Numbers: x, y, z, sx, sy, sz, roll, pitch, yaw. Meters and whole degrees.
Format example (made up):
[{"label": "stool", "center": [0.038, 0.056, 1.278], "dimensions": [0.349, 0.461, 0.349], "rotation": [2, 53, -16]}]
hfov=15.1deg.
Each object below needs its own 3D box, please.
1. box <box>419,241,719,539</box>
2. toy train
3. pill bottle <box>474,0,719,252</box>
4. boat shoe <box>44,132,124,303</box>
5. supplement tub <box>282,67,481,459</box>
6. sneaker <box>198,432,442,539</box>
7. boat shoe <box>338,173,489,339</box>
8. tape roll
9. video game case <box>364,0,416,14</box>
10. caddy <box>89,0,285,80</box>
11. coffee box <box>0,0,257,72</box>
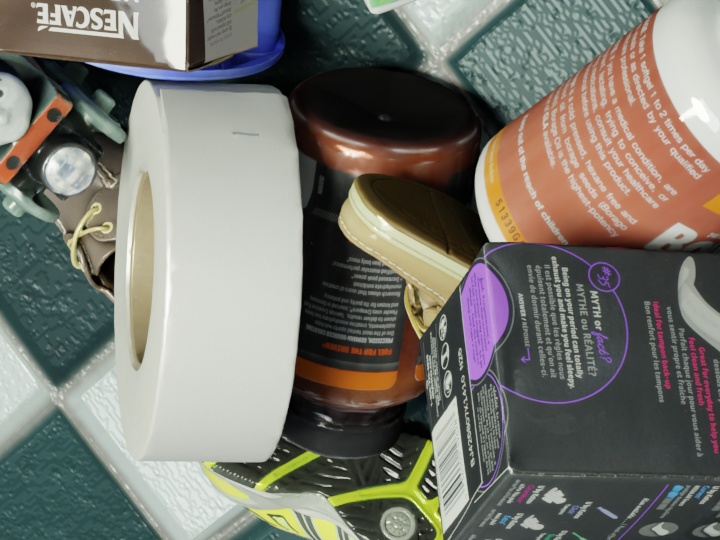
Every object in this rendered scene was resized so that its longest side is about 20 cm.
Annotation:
[{"label": "box", "center": [0.142, 0.065, 1.299], "dimensions": [0.106, 0.200, 0.122], "rotation": [120, 149, -59]}, {"label": "toy train", "center": [-0.204, -0.102, 1.490], "dimensions": [0.114, 0.200, 0.085], "rotation": [38, 96, -31]}, {"label": "pill bottle", "center": [0.158, -0.067, 1.318], "dimensions": [0.200, 0.112, 0.112], "rotation": [-37, 88, 38]}, {"label": "boat shoe", "center": [-0.130, -0.013, 1.556], "dimensions": [0.200, 0.060, 0.072], "rotation": [46, 127, 7]}, {"label": "supplement tub", "center": [0.000, 0.000, 1.451], "dimensions": [0.107, 0.107, 0.200], "rotation": [21, 120, 23]}, {"label": "sneaker", "center": [0.000, 0.128, 1.541], "dimensions": [0.200, 0.075, 0.076], "rotation": [27, 160, 11]}, {"label": "boat shoe", "center": [0.061, 0.019, 1.380], "dimensions": [0.200, 0.074, 0.066], "rotation": [30, 113, -30]}, {"label": "tape roll", "center": [-0.082, 0.000, 1.417], "dimensions": [0.071, 0.202, 0.203], "rotation": [2, 118, -12]}, {"label": "video game case", "center": [0.074, -0.231, 1.255], "dimensions": [0.200, 0.022, 0.182], "rotation": [-19, 121, -4]}, {"label": "caddy", "center": [-0.132, -0.158, 1.445], "dimensions": [0.200, 0.141, 0.105], "rotation": [22, 117, 24]}, {"label": "coffee box", "center": [-0.113, -0.203, 1.299], "dimensions": [0.113, 0.080, 0.200], "rotation": [7, 105, 23]}]
